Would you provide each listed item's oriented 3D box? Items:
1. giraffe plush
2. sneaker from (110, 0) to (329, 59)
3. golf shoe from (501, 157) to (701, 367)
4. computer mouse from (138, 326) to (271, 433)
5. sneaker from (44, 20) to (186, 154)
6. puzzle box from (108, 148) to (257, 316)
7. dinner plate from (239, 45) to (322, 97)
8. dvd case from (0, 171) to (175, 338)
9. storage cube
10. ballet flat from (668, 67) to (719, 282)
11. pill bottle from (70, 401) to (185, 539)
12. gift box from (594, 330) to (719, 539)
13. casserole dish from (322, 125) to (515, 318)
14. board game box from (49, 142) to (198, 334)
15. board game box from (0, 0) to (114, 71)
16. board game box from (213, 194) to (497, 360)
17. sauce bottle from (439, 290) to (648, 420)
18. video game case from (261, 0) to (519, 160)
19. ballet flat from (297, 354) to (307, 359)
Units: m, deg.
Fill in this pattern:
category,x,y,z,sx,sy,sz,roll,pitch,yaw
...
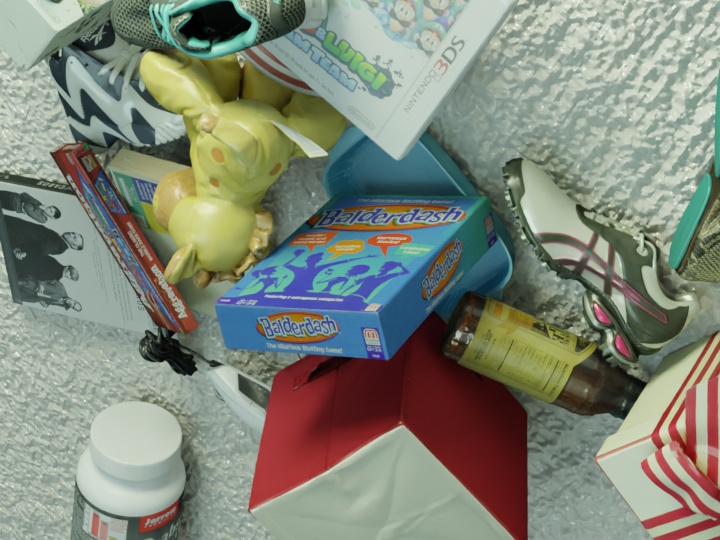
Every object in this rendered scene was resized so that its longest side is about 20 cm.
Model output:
category,x,y,z,sx,sy,sz,roll,pitch,yaw
giraffe plush,-0.107,-0.074,1.324,0.200,0.172,0.162,55,130,49
sneaker,-0.125,-0.197,1.225,0.200,0.091,0.078,-2,117,37
golf shoe,0.192,-0.020,1.309,0.088,0.077,0.200,-34,100,21
computer mouse,-0.121,0.121,1.571,0.200,0.044,0.110,27,171,11
sneaker,-0.208,-0.183,1.438,0.199,0.080,0.130,-3,125,45
puzzle box,-0.148,-0.024,1.493,0.133,0.025,0.200,17,146,23
dinner plate,-0.042,-0.229,1.257,0.200,0.024,0.200,18,129,25
dvd case,-0.281,-0.016,1.627,0.200,0.025,0.150,11,124,25
storage cube,0.031,0.165,1.392,0.171,0.180,0.200,-32,115,24
ballet flat,0.288,-0.071,1.218,0.075,0.068,0.200,8,131,2
pill bottle,-0.246,0.243,1.708,0.116,0.116,0.200,25,129,17
gift box,0.314,0.136,1.241,0.185,0.187,0.200,49,133,-4
casserole dish,0.055,-0.048,1.387,0.200,0.039,0.121,49,131,-5
board game box,-0.224,-0.031,1.518,0.200,0.019,0.103,60,164,-15
board game box,-0.252,-0.270,1.330,0.148,0.200,0.064,47,132,-3
board game box,0.000,0.000,1.294,0.152,0.200,0.045,2,118,31
sauce bottle,0.168,0.082,1.362,0.200,0.066,0.066,24,131,-6
video game case,-0.002,-0.205,1.214,0.200,0.024,0.182,41,135,4
ballet flat,-0.024,0.087,1.502,0.069,0.063,0.200,-18,111,15
